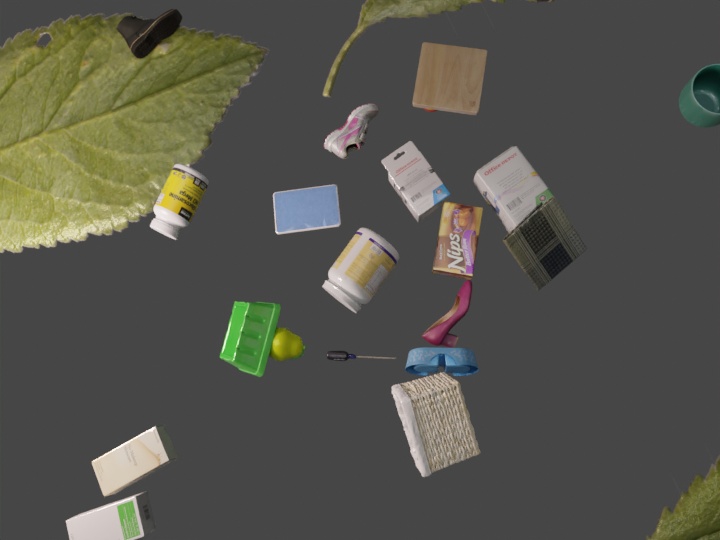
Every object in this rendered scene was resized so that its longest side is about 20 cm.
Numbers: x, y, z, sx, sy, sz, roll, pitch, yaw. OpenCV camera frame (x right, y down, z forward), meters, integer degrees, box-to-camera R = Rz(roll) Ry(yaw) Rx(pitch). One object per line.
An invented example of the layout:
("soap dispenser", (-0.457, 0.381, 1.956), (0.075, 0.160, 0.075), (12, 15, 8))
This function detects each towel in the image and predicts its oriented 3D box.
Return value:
("towel", (0.508, -0.076, 1.615), (0.192, 0.035, 0.201), (-39, 110, -1))

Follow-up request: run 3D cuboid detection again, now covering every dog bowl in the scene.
("dog bowl", (0.218, 0.245, 1.575), (0.196, 0.112, 0.050), (0, 65, 4))

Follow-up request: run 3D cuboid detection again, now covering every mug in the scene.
("mug", (1.006, -0.496, 1.663), (0.183, 0.115, 0.154), (-28, 77, -3))

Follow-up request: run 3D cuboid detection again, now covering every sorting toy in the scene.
("sorting toy", (0.267, -0.565, 1.757), (0.195, 0.070, 0.204), (9, 79, 6))

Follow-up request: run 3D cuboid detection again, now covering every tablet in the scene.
("tablet", (-0.160, -0.182, 1.738), (0.196, 0.014, 0.133), (-7, 78, 2))

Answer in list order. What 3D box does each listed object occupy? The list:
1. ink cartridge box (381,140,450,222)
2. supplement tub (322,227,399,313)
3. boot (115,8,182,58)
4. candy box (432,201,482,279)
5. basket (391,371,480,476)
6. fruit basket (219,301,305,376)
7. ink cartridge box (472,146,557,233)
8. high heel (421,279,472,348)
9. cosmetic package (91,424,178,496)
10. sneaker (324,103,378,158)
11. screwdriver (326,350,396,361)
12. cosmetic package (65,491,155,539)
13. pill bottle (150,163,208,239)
("ink cartridge box", (0.159, -0.260, 1.702), (0.115, 0.068, 0.202), (-33, 78, -3))
("supplement tub", (0.000, 0.000, 1.620), (0.144, 0.146, 0.201), (35, 83, 10))
("boot", (-0.687, -0.800, 1.879), (0.199, 0.078, 0.139), (-40, 73, -6))
("candy box", (0.275, -0.084, 1.663), (0.114, 0.057, 0.204), (10, 78, 6))
("basket", (0.186, 0.379, 1.489), (0.158, 0.198, 0.204), (-18, 90, -4))
("fruit basket", (-0.262, 0.192, 1.624), (0.213, 0.154, 0.220), (0, 90, -38))
("ink cartridge box", (0.436, -0.228, 1.664), (0.144, 0.088, 0.202), (-33, 80, -4))
("high heel", (0.243, 0.112, 1.615), (0.095, 0.067, 0.203), (19, 83, -3))
("cosmetic package", (-0.615, 0.518, 1.597), (0.198, 0.073, 0.105), (-30, 77, -1))
("sneaker", (-0.012, -0.410, 1.745), (0.200, 0.081, 0.088), (-44, 80, 3))
("screwdriver", (0.003, 0.245, 1.631), (0.196, 0.028, 0.030), (6, 109, 5))
("cosmetic package", (-0.664, 0.680, 1.561), (0.197, 0.085, 0.109), (-20, 80, -1))
("pill bottle", (-0.536, -0.201, 1.720), (0.111, 0.113, 0.203), (22, 81, 8))
